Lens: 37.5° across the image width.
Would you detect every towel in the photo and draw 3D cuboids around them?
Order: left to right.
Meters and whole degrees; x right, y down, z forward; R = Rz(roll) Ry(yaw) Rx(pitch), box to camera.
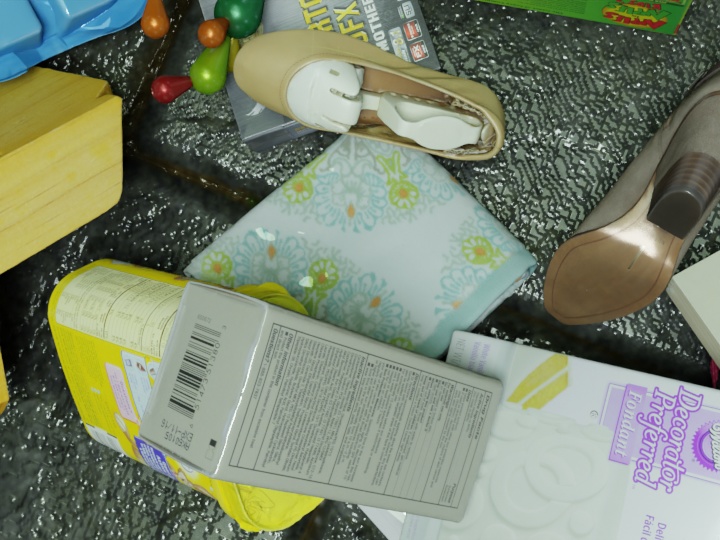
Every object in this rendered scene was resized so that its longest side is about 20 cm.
[{"bbox_3d":[0.000,0.000,0.750,0.200,0.048,0.171,-40,76,-15],"label":"towel"}]

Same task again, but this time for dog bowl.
[{"bbox_3d":[-0.246,-0.207,0.788,0.199,0.049,0.112,-33,101,-26],"label":"dog bowl"}]

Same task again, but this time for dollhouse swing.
[{"bbox_3d":[-0.255,-0.025,0.768,0.181,0.199,0.177,-35,124,-30],"label":"dollhouse swing"}]

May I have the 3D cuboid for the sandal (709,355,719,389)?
[{"bbox_3d":[0.273,0.072,0.735,0.074,0.045,0.202,7,86,10],"label":"sandal"}]

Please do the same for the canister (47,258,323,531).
[{"bbox_3d":[-0.117,0.073,0.707,0.199,0.086,0.150,11,122,46],"label":"canister"}]

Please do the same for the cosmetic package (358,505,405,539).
[{"bbox_3d":[0.064,0.177,0.754,0.083,0.051,0.200,-44,81,3],"label":"cosmetic package"}]

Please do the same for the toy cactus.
[{"bbox_3d":[-0.094,-0.224,0.754,0.163,0.102,0.202,-8,81,-10],"label":"toy cactus"}]

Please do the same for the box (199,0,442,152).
[{"bbox_3d":[-0.041,-0.211,0.803,0.157,0.048,0.202,-18,83,6],"label":"box"}]

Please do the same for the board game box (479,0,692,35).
[{"bbox_3d":[0.135,-0.221,0.752,0.198,0.102,0.048,12,87,9],"label":"board game box"}]

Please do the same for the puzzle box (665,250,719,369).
[{"bbox_3d":[0.323,0.018,0.706,0.199,0.025,0.134,-26,68,-9],"label":"puzzle box"}]

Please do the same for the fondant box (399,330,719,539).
[{"bbox_3d":[0.138,0.130,0.666,0.198,0.058,0.146,12,82,28],"label":"fondant box"}]

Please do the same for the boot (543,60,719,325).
[{"bbox_3d":[0.208,-0.058,0.731,0.070,0.200,0.147,36,55,-3],"label":"boot"}]

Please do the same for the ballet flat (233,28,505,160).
[{"bbox_3d":[0.011,-0.119,0.734,0.198,0.063,0.069,9,122,-13],"label":"ballet flat"}]

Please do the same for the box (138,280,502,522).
[{"bbox_3d":[-0.015,0.079,0.610,0.077,0.199,0.096,13,82,47],"label":"box"}]
